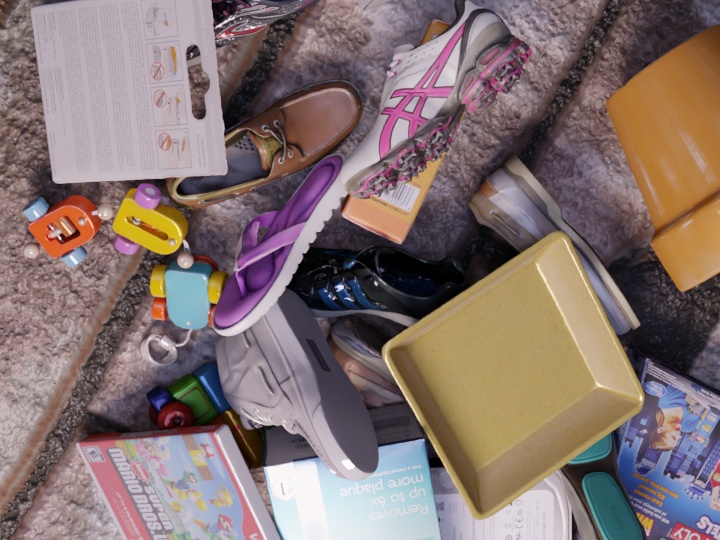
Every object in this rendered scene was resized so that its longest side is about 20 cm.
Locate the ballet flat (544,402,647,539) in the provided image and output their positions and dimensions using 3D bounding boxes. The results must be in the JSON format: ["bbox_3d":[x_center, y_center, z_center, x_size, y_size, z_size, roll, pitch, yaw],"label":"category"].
[{"bbox_3d":[0.212,0.195,1.210,0.067,0.200,0.064,-5,142,-12],"label":"ballet flat"}]

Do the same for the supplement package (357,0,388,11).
[{"bbox_3d":[0.029,-0.317,1.088,0.111,0.200,0.156,-22,99,-2],"label":"supplement package"}]

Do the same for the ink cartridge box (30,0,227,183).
[{"bbox_3d":[-0.193,-0.160,1.124,0.200,0.050,0.161,0,100,28],"label":"ink cartridge box"}]

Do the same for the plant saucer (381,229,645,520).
[{"bbox_3d":[0.135,0.091,1.168,0.200,0.048,0.200,-33,110,-11],"label":"plant saucer"}]

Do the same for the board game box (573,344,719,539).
[{"bbox_3d":[0.307,0.208,1.261,0.200,0.062,0.200,28,97,-8],"label":"board game box"}]

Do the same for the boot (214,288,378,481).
[{"bbox_3d":[-0.061,0.117,1.130,0.096,0.200,0.074,-41,145,21],"label":"boot"}]

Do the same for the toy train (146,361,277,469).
[{"bbox_3d":[-0.107,0.175,1.220,0.116,0.085,0.200,-33,100,-12],"label":"toy train"}]

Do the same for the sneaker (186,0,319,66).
[{"bbox_3d":[-0.119,-0.244,1.152,0.200,0.075,0.081,-27,100,1],"label":"sneaker"}]

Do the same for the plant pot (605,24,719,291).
[{"bbox_3d":[0.322,-0.111,1.160,0.200,0.200,0.183,-33,84,1],"label":"plant pot"}]

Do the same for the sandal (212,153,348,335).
[{"bbox_3d":[-0.080,-0.032,1.155,0.050,0.082,0.203,44,67,-27],"label":"sandal"}]

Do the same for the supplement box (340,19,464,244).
[{"bbox_3d":[0.051,-0.129,1.188,0.069,0.067,0.200,27,95,-5],"label":"supplement box"}]

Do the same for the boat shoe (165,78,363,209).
[{"bbox_3d":[-0.084,-0.110,1.178,0.200,0.068,0.072,-31,99,0],"label":"boat shoe"}]

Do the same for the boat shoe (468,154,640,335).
[{"bbox_3d":[0.183,-0.012,1.217,0.068,0.075,0.200,-39,92,8],"label":"boat shoe"}]

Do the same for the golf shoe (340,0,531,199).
[{"bbox_3d":[0.051,-0.147,1.124,0.200,0.073,0.092,-44,74,1],"label":"golf shoe"}]

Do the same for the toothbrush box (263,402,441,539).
[{"bbox_3d":[0.000,0.237,1.181,0.146,0.085,0.200,-9,109,0],"label":"toothbrush box"}]

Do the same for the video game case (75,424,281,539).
[{"bbox_3d":[-0.166,0.210,1.176,0.200,0.017,0.143,-10,109,40],"label":"video game case"}]

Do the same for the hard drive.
[{"bbox_3d":[0.108,0.253,1.265,0.200,0.038,0.140,-1,98,-3],"label":"hard drive"}]

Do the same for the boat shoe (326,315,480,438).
[{"bbox_3d":[0.042,0.124,1.227,0.200,0.076,0.072,37,105,-6],"label":"boat shoe"}]

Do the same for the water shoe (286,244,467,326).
[{"bbox_3d":[0.000,0.000,1.182,0.200,0.079,0.072,7,54,0],"label":"water shoe"}]

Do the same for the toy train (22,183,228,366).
[{"bbox_3d":[-0.208,-0.012,1.195,0.150,0.056,0.200,-29,112,27],"label":"toy train"}]
